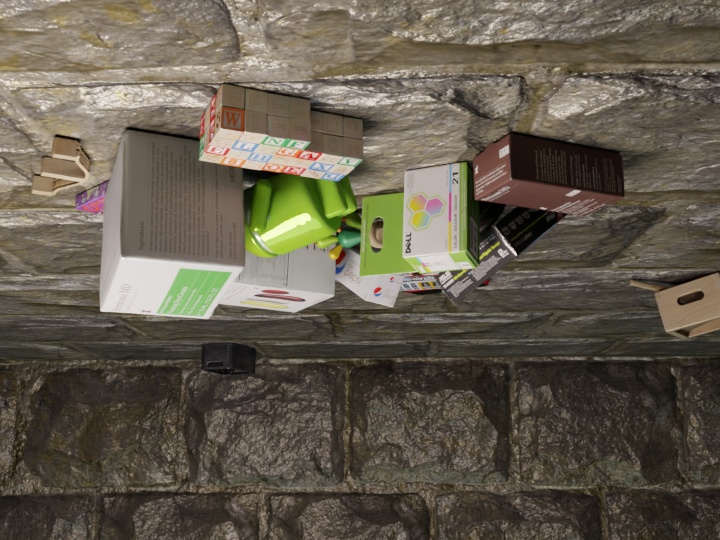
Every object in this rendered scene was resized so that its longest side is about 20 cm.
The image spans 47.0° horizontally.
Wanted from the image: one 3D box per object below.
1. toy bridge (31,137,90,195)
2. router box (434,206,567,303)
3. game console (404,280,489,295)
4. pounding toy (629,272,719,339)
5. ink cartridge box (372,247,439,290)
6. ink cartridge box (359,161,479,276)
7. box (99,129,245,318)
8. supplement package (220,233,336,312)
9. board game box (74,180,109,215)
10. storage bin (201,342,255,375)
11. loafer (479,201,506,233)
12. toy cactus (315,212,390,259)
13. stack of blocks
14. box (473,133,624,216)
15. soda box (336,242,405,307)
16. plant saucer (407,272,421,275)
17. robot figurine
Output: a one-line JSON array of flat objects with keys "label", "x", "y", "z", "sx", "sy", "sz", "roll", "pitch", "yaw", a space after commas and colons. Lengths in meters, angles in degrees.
[{"label": "toy bridge", "x": -0.441, "y": -0.149, "z": 1.234, "sx": 0.067, "sy": 0.027, "sz": 0.200, "roll": 6, "pitch": 165, "yaw": -29}, {"label": "router box", "x": 0.230, "y": -0.039, "z": 1.373, "sx": 0.150, "sy": 0.062, "sz": 0.200, "roll": -34, "pitch": 173, "yaw": -34}, {"label": "game console", "x": 0.183, "y": 0.026, "z": 1.971, "sx": 0.199, "sy": 0.031, "sz": 0.177, "roll": -9, "pitch": 168, "yaw": 33}, {"label": "pounding toy", "x": 0.790, "y": 0.074, "z": 1.998, "sx": 0.199, "sy": 0.143, "sz": 0.184, "roll": -22, "pitch": 157, "yaw": 31}, {"label": "ink cartridge box", "x": 0.137, "y": -0.009, "z": 1.698, "sx": 0.199, "sy": 0.084, "sz": 0.176, "roll": -4, "pitch": 166, "yaw": 12}, {"label": "ink cartridge box", "x": 0.080, "y": -0.074, "z": 1.284, "sx": 0.199, "sy": 0.149, "sz": 0.076, "roll": -6, "pitch": 159, "yaw": 22}, {"label": "box", "x": -0.273, "y": -0.059, "z": 1.189, "sx": 0.170, "sy": 0.201, "sz": 0.199, "roll": 6, "pitch": 154, "yaw": -23}, {"label": "supplement package", "x": -0.174, "y": -0.016, "z": 1.529, "sx": 0.199, "sy": 0.148, "sz": 0.191, "roll": 8, "pitch": 165, "yaw": -25}, {"label": "board game box", "x": -0.365, "y": -0.121, "z": 1.357, "sx": 0.199, "sy": 0.032, "sz": 0.120, "roll": -13, "pitch": 157, "yaw": 43}, {"label": "storage bin", "x": -0.483, "y": 0.328, "z": 3.044, "sx": 0.135, "sy": 0.094, "sz": 0.200, "roll": -6, "pitch": 166, "yaw": 20}, {"label": "loafer", "x": 0.147, "y": -0.087, "z": 1.336, "sx": 0.200, "sy": 0.073, "sz": 0.071, "roll": -33, "pitch": 129, "yaw": 25}, {"label": "toy cactus", "x": 0.020, "y": -0.056, "z": 1.429, "sx": 0.199, "sy": 0.103, "sz": 0.165, "roll": 2, "pitch": -175, "yaw": -13}, {"label": "stack of blocks", "x": -0.098, "y": -0.174, "z": 1.072, "sx": 0.199, "sy": 0.059, "sz": 0.115, "roll": 6, "pitch": 165, "yaw": -24}, {"label": "box", "x": 0.274, "y": -0.136, "z": 1.206, "sx": 0.199, "sy": 0.075, "sz": 0.100, "roll": 7, "pitch": 165, "yaw": -21}, {"label": "soda box", "x": 0.000, "y": 0.000, "z": 1.571, "sx": 0.063, "sy": 0.068, "sz": 0.200, "roll": 15, "pitch": -169, "yaw": -34}, {"label": "plant saucer", "x": 0.155, "y": -0.041, "z": 1.500, "sx": 0.200, "sy": 0.035, "sz": 0.200, "roll": -25, "pitch": 168, "yaw": -6}, {"label": "robot figurine", "x": -0.108, "y": -0.090, "z": 1.251, "sx": 0.199, "sy": 0.116, "sz": 0.175, "roll": -21, "pitch": 180, "yaw": 21}]
